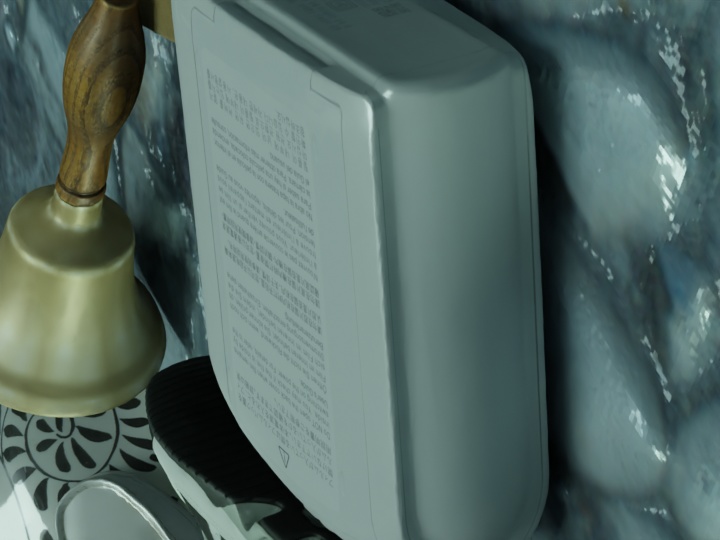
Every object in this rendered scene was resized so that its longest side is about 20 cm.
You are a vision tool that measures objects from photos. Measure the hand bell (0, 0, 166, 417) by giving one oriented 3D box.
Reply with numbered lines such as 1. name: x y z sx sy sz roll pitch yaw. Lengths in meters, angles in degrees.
1. hand bell: -0.118 -0.042 1.143 0.104 0.104 0.200 57 147 35

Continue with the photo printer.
1. photo printer: 0.000 0.000 0.923 0.166 0.069 0.200 38 138 54

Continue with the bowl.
1. bowl: -0.157 0.123 1.329 0.201 0.094 0.201 48 146 47

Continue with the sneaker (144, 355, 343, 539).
1. sneaker: -0.029 0.110 1.054 0.200 0.074 0.089 49 145 46

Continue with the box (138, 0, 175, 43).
1. box: -0.091 -0.193 1.066 0.163 0.021 0.200 32 134 59

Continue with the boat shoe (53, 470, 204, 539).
1. boat shoe: -0.082 0.167 1.192 0.200 0.071 0.069 55 -170 24
